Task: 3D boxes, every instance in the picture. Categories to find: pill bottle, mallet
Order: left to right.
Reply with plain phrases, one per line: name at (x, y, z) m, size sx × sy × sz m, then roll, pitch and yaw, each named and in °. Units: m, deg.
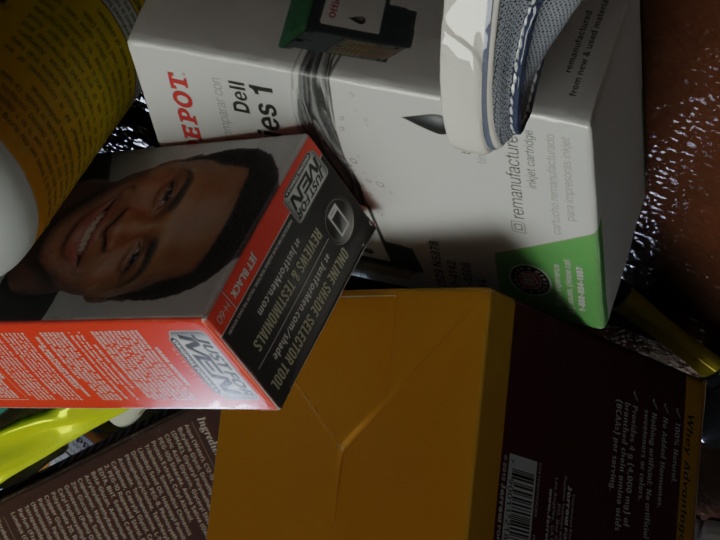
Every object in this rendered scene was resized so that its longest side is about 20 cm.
pill bottle at (-0.165, -0.066, 0.972) m, size 0.112 × 0.201 × 0.113 m, roll 19°, pitch 143°, yaw 16°
mallet at (0.133, 0.014, 1.092) m, size 0.200 × 0.041 × 0.066 m, roll 41°, pitch 144°, yaw -22°

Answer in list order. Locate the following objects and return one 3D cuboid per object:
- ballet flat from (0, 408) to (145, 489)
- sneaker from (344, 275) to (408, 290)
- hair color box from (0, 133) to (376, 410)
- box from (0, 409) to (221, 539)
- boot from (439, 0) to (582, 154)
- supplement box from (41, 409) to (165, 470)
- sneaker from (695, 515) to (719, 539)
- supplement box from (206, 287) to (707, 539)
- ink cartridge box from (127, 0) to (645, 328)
ballet flat at (-0.138, 0.056, 1.079) m, size 0.199 × 0.067 × 0.067 m, roll -30°, pitch 137°, yaw 5°
sneaker at (0.000, 0.000, 1.086) m, size 0.199 × 0.078 × 0.070 m, roll 21°, pitch 151°, yaw 16°
hair color box at (-0.101, 0.003, 0.991) m, size 0.199 × 0.102 × 0.061 m, roll -3°, pitch 137°, yaw 39°
box at (-0.117, 0.118, 1.127) m, size 0.075 × 0.199 × 0.100 m, roll 62°, pitch 177°, yaw -1°
boot at (0.082, -0.125, 0.825) m, size 0.090 × 0.073 × 0.201 m, roll 12°, pitch 124°, yaw 9°
supplement box at (-0.153, 0.068, 1.243) m, size 0.200 × 0.066 × 0.069 m, roll 38°, pitch 136°, yaw 13°
sneaker at (0.169, 0.209, 1.205) m, size 0.078 × 0.090 × 0.201 m, roll 6°, pitch 145°, yaw 16°
supplement box at (0.044, 0.124, 1.030) m, size 0.132 × 0.199 × 0.200 m, roll -2°, pitch 166°, yaw 35°
ink cartridge box at (0.015, -0.065, 0.991) m, size 0.199 × 0.085 × 0.147 m, roll 11°, pitch 147°, yaw 17°
